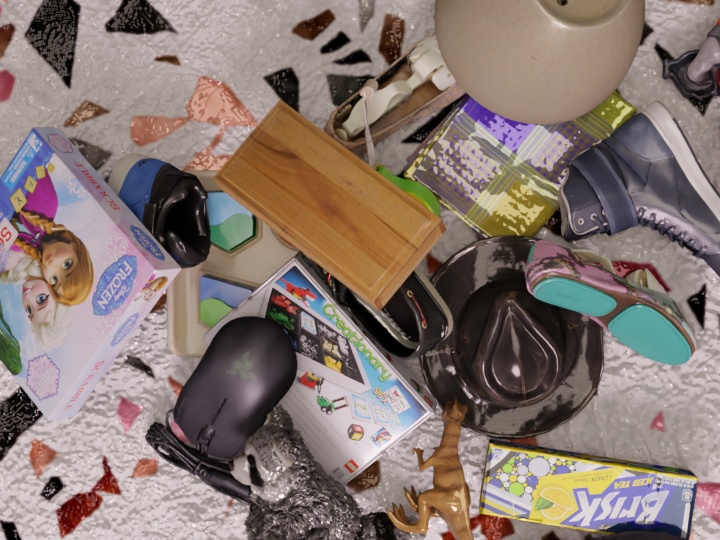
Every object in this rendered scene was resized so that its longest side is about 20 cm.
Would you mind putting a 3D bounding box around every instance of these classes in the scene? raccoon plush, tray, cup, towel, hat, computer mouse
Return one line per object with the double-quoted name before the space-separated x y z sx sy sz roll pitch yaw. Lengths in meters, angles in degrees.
"raccoon plush" -0.029 0.196 1.542 0.200 0.097 0.134 -3 117 -29
"tray" -0.029 -0.062 1.512 0.200 0.037 0.099 37 83 20
"cup" 0.179 -0.248 1.503 0.200 0.143 0.200 2 81 -9
"towel" 0.155 -0.125 1.591 0.144 0.023 0.200 42 93 4
"hat" 0.143 0.068 1.553 0.200 0.081 0.201 0 96 4
"computer mouse" -0.125 0.134 1.555 0.138 0.053 0.200 29 119 6

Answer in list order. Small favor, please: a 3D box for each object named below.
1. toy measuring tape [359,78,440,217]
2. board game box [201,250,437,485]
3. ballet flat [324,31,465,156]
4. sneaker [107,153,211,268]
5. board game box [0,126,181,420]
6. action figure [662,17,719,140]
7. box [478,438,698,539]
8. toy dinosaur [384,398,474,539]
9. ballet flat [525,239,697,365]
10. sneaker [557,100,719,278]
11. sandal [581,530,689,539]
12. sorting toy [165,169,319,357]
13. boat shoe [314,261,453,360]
"toy measuring tape" 0.039 -0.085 1.555 0.073 0.074 0.200 -2 117 5
"board game box" -0.039 0.096 1.571 0.126 0.035 0.200 -40 96 17
"ballet flat" 0.049 -0.177 1.575 0.200 0.067 0.068 -40 80 3
"sneaker" -0.204 -0.005 1.569 0.111 0.077 0.200 18 93 39
"board game box" -0.292 0.003 1.558 0.200 0.041 0.200 46 114 21
"action figure" 0.395 -0.181 1.528 0.200 0.105 0.194 -17 81 0
"box" 0.216 0.211 1.563 0.200 0.064 0.070 9 91 5
"toy dinosaur" 0.083 0.218 1.525 0.106 0.060 0.200 -27 66 34
"ballet flat" 0.240 0.022 1.546 0.200 0.069 0.071 25 49 -23
"sneaker" 0.273 -0.038 1.546 0.146 0.077 0.202 -31 83 -5
"sandal" 0.220 0.282 1.538 0.200 0.075 0.045 -13 55 24
"sorting toy" -0.092 -0.008 1.603 0.200 0.036 0.185 -1 89 4
"boat shoe" 0.002 -0.002 1.534 0.201 0.063 0.074 48 124 8
